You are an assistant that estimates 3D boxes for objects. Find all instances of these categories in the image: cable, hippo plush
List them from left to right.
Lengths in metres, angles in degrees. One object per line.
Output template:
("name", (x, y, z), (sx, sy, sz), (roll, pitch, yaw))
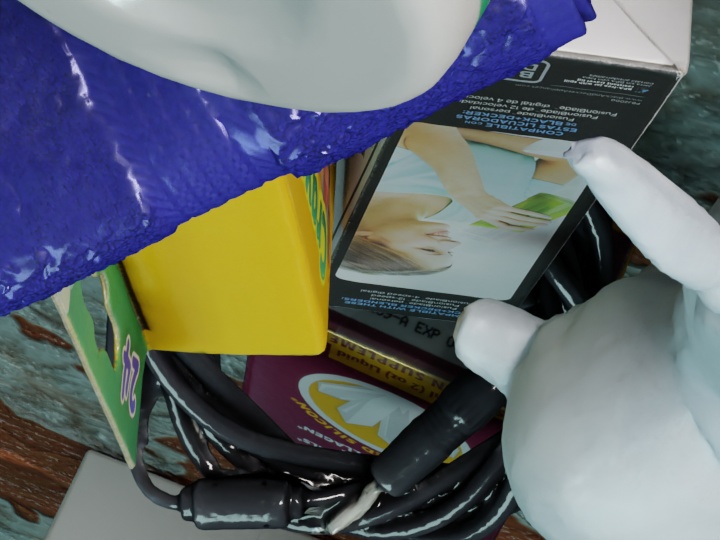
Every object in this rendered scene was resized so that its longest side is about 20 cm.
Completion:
("cable", (0.000, 0.000, 0.929), (0.163, 0.051, 0.201), (11, 114, 9))
("hippo plush", (0.115, 0.038, 0.711), (0.160, 0.200, 0.161), (54, 138, 8))

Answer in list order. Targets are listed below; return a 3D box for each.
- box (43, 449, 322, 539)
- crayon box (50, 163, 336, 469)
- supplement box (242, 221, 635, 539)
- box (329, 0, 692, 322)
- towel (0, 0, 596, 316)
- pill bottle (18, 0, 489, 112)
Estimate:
("box", (-0.065, 0.190, 1.568), (0.199, 0.098, 0.124), (20, 160, 15))
("crayon box", (-0.034, -0.065, 0.733), (0.051, 0.201, 0.126), (1, 156, 6))
("supplement box", (0.022, 0.028, 1.072), (0.110, 0.086, 0.200), (24, 160, 3))
("box", (0.033, -0.070, 0.760), (0.060, 0.117, 0.200), (7, 160, -8))
("towel", (-0.069, -0.073, 0.612), (0.148, 0.199, 0.050), (63, -171, -6))
("pill bottle", (0.004, -0.138, 0.508), (0.113, 0.200, 0.113), (22, 161, 8))
